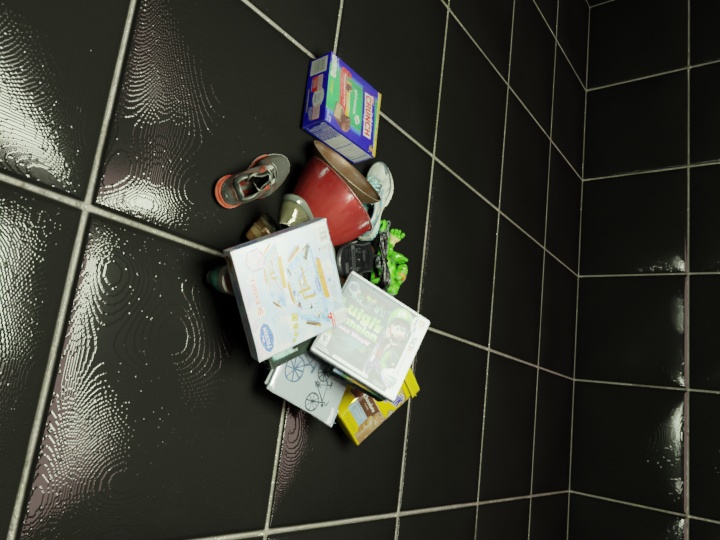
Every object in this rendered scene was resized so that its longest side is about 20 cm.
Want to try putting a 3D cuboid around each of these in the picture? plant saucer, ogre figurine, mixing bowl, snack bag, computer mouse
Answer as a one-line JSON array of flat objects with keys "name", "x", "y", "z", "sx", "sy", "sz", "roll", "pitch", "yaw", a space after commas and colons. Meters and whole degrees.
[{"name": "plant saucer", "x": -0.037, "y": -0.212, "z": 1.280, "sx": 0.037, "sy": 0.202, "sz": 0.198, "roll": -48, "pitch": 142, "yaw": 15}, {"name": "ogre figurine", "x": 0.076, "y": -0.017, "z": 1.456, "sx": 0.203, "sy": 0.095, "sz": 0.122, "roll": 94, "pitch": 8, "yaw": -53}, {"name": "mixing bowl", "x": -0.078, "y": -0.126, "z": 1.205, "sx": 0.108, "sy": 0.199, "sz": 0.202, "roll": -41, "pitch": 126, "yaw": -9}, {"name": "snack bag", "x": -0.088, "y": 0.195, "z": 1.174, "sx": 0.199, "sy": 0.021, "sz": 0.192, "roll": 40, "pitch": 63, "yaw": -35}, {"name": "computer mouse", "x": 0.000, "y": 0.000, "z": 1.269, "sx": 0.198, "sy": 0.045, "sz": 0.145, "roll": -21, "pitch": 109, "yaw": -51}]

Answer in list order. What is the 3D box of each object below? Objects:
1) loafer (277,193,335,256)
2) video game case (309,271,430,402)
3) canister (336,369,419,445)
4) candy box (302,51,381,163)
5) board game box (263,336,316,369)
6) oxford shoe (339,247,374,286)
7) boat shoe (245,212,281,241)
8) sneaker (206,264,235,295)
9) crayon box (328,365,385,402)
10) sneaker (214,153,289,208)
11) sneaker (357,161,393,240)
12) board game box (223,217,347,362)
[{"name": "loafer", "x": -0.113, "y": -0.059, "z": 1.120, "sx": 0.071, "sy": 0.073, "sz": 0.202, "roll": -63, "pitch": 142, "yaw": -28}, {"name": "video game case", "x": 0.022, "y": 0.131, "z": 1.142, "sx": 0.197, "sy": 0.023, "sz": 0.185, "roll": 32, "pitch": 69, "yaw": -6}, {"name": "canister", "x": 0.029, "y": 0.288, "z": 1.321, "sx": 0.198, "sy": 0.086, "sz": 0.151, "roll": -38, "pitch": 127, "yaw": -16}, {"name": "candy box", "x": -0.039, "y": -0.373, "z": 1.330, "sx": 0.198, "sy": 0.075, "sz": 0.175, "roll": 23, "pitch": 67, "yaw": -51}, {"name": "board game box", "x": -0.114, "y": 0.092, "z": 1.111, "sx": 0.197, "sy": 0.028, "sz": 0.140, "roll": -20, "pitch": 108, "yaw": -41}, {"name": "oxford shoe", "x": -0.013, "y": -0.009, "z": 1.344, "sx": 0.200, "sy": 0.083, "sz": 0.074, "roll": -42, "pitch": 118, "yaw": -47}, {"name": "boat shoe", "x": -0.168, "y": -0.021, "z": 1.161, "sx": 0.073, "sy": 0.075, "sz": 0.202, "roll": -37, "pitch": 122, "yaw": -11}, {"name": "sneaker", "x": -0.203, "y": 0.018, "z": 1.090, "sx": 0.197, "sy": 0.078, "sz": 0.074, "roll": 13, "pitch": 88, "yaw": -48}, {"name": "crayon box", "x": 0.033, "y": 0.149, "z": 1.181, "sx": 0.123, "sy": 0.052, "sz": 0.204, "roll": 28, "pitch": 70, "yaw": -6}, {"name": "sneaker", "x": -0.192, "y": -0.175, "z": 1.116, "sx": 0.200, "sy": 0.080, "sz": 0.079, "roll": -43, "pitch": 121, "yaw": -44}, {"name": "sneaker", "x": 0.030, "y": -0.176, "z": 1.383, "sx": 0.086, "sy": 0.075, "sz": 0.206, "roll": 53, "pitch": 48, "yaw": -70}, {"name": "board game box", "x": -0.130, "y": 0.031, "z": 1.032, "sx": 0.196, "sy": 0.041, "sz": 0.206, "roll": -21, "pitch": 107, "yaw": -31}]
